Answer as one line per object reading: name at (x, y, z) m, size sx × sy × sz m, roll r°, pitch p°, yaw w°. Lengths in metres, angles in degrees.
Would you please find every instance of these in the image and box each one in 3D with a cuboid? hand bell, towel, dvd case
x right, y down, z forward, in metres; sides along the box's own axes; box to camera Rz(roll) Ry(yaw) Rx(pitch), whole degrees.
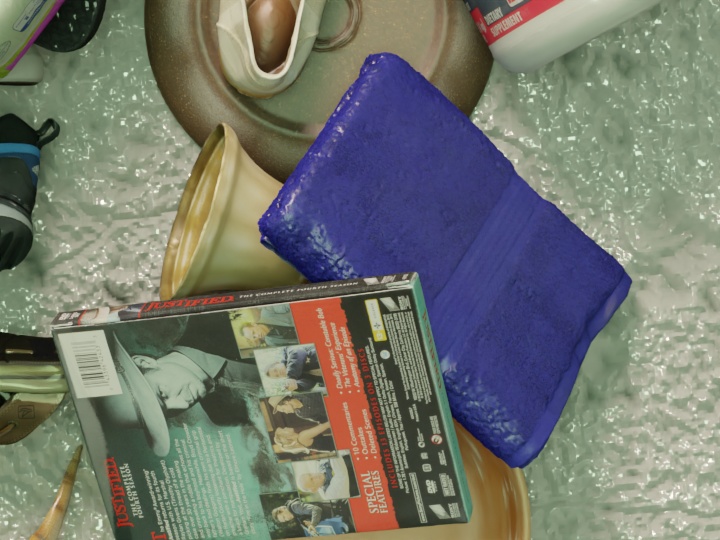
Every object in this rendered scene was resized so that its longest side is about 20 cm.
hand bell at (0.000, 0.000, 1.448) m, size 0.200 × 0.104 × 0.104 m, roll 19°, pitch 90°, yaw -13°
towel at (0.044, -0.005, 1.417) m, size 0.200 × 0.050 × 0.148 m, roll 44°, pitch 53°, yaw -15°
dvd case at (-0.051, 0.077, 1.387) m, size 0.200 × 0.022 × 0.146 m, roll -8°, pitch 115°, yaw 15°

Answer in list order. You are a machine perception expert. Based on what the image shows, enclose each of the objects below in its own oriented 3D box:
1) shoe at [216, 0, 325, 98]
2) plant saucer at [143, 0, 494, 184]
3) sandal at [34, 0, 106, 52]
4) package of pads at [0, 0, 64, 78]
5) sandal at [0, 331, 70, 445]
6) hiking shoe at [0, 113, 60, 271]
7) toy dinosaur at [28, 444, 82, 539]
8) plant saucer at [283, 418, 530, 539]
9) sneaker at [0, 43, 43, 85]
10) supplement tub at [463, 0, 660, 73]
shoe at (-0.037, -0.192, 1.414) m, size 0.070 × 0.053 × 0.200 m, roll 7°, pitch 91°, yaw -1°
plant saucer at (-0.021, -0.142, 1.460) m, size 0.200 × 0.037 × 0.201 m, roll 0°, pitch 91°, yaw -2°
sandal at (-0.195, -0.209, 1.446) m, size 0.075 × 0.048 × 0.201 m, roll -39°, pitch 78°, yaw 22°
package of pads at (-0.225, -0.213, 1.376) m, size 0.200 × 0.068 × 0.155 m, roll 41°, pitch 101°, yaw 9°
sandal at (-0.186, 0.068, 1.442) m, size 0.200 × 0.080 × 0.057 m, roll -2°, pitch 105°, yaw -2°
hiking shoe at (-0.269, -0.053, 1.449) m, size 0.200 × 0.074 × 0.087 m, roll 9°, pitch 61°, yaw 5°
toy dinosaur at (-0.220, 0.191, 1.448) m, size 0.200 × 0.060 × 0.106 m, roll -28°, pitch 90°, yaw -1°
plant saucer at (-0.006, 0.141, 1.463) m, size 0.200 × 0.037 × 0.201 m, roll 0°, pitch 90°, yaw 0°
sneaker at (-0.266, -0.151, 1.435) m, size 0.200 × 0.073 × 0.085 m, roll 13°, pitch 93°, yaw 0°
supplement tub at (0.093, -0.220, 1.408) m, size 0.140 × 0.140 × 0.200 m, roll -29°, pitch 91°, yaw -1°
